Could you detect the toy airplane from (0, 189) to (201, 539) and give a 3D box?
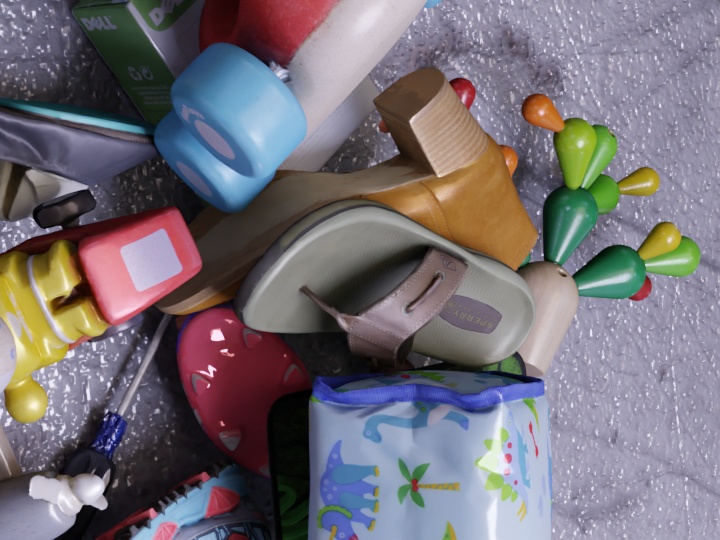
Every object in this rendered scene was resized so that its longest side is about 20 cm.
[{"bbox_3d":[-0.190,0.034,0.829,0.200,0.141,0.199,23,90,-14],"label":"toy airplane"}]

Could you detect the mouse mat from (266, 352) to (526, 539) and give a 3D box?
[{"bbox_3d":[0.030,0.135,1.042,0.200,0.008,0.161,-9,96,-41],"label":"mouse mat"}]

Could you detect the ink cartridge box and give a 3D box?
[{"bbox_3d":[-0.082,-0.135,0.996,0.104,0.059,0.200,-49,121,-26],"label":"ink cartridge box"}]

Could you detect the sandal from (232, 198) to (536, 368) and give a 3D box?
[{"bbox_3d":[0.025,0.017,0.943,0.201,0.057,0.080,12,120,-41],"label":"sandal"}]

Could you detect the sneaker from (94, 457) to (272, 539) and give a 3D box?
[{"bbox_3d":[-0.089,0.163,0.938,0.096,0.079,0.200,54,27,4],"label":"sneaker"}]

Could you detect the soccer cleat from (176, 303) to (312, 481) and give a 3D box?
[{"bbox_3d":[-0.039,0.087,1.044,0.067,0.076,0.200,-43,118,0],"label":"soccer cleat"}]

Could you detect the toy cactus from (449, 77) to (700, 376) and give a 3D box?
[{"bbox_3d":[0.114,-0.017,1.149,0.200,0.102,0.165,29,70,-30],"label":"toy cactus"}]

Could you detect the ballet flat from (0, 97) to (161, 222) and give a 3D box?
[{"bbox_3d":[-0.188,-0.061,0.908,0.200,0.073,0.073,13,84,-41],"label":"ballet flat"}]

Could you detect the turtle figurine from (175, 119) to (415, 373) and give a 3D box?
[{"bbox_3d":[-0.004,0.004,1.071,0.200,0.064,0.161,-41,122,-12],"label":"turtle figurine"}]

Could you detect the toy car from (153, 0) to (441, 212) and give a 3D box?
[{"bbox_3d":[-0.065,-0.167,0.897,0.200,0.177,0.184,44,77,-3],"label":"toy car"}]

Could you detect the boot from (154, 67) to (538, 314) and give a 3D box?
[{"bbox_3d":[0.000,-0.001,0.993,0.201,0.071,0.144,-37,128,-8],"label":"boot"}]

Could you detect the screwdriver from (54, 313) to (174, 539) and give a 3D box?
[{"bbox_3d":[-0.123,0.062,0.991,0.200,0.028,0.029,-66,157,-13],"label":"screwdriver"}]

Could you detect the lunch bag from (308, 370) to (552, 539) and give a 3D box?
[{"bbox_3d":[0.045,0.137,0.972,0.200,0.127,0.170,3,89,-71],"label":"lunch bag"}]
